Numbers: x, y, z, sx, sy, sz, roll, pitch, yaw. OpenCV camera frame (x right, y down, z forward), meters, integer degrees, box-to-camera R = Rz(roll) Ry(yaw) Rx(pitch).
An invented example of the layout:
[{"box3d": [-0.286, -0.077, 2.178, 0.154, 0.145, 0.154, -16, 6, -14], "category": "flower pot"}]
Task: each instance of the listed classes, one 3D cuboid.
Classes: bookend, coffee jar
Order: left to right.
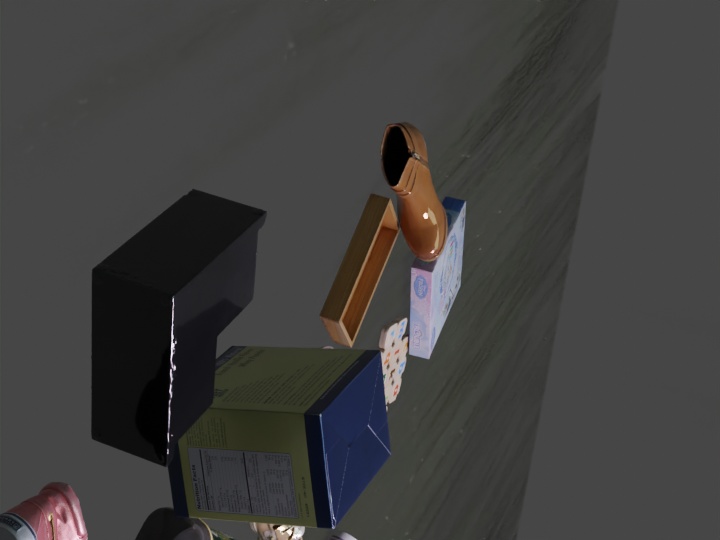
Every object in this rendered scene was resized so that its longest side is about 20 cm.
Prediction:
[{"box3d": [-0.184, 0.053, 1.389, 0.200, 0.091, 0.201, -49, 150, -54], "category": "bookend"}, {"box3d": [-0.202, 0.345, 1.602, 0.105, 0.084, 0.200, -64, 160, -13], "category": "coffee jar"}]

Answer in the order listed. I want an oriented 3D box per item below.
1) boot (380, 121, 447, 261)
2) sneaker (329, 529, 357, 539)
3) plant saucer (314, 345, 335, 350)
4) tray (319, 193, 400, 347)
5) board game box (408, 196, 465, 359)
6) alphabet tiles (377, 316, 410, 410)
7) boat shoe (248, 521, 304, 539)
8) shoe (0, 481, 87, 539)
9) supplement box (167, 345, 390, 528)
[{"box3d": [0.075, -0.116, 1.973, 0.155, 0.075, 0.204, 5, 82, -77], "category": "boot"}, {"box3d": [-0.030, 0.527, 2.323, 0.115, 0.072, 0.201, -62, 149, -20], "category": "sneaker"}, {"box3d": [-0.085, 0.199, 1.910, 0.200, 0.034, 0.203, 16, 90, -72], "category": "plant saucer"}, {"box3d": [0.000, 0.000, 1.988, 0.099, 0.037, 0.202, 67, 44, -64], "category": "tray"}, {"box3d": [0.133, 0.012, 2.364, 0.200, 0.043, 0.202, -63, 160, -46], "category": "board game box"}, {"box3d": [0.037, 0.180, 2.291, 0.195, 0.014, 0.203, -24, 128, -67], "category": "alphabet tiles"}, {"box3d": [-0.110, 0.358, 1.918, 0.201, 0.068, 0.074, 84, 29, -51], "category": "boat shoe"}, {"box3d": [-0.302, 0.301, 1.288, 0.091, 0.071, 0.203, -36, 135, -53], "category": "shoe"}, {"box3d": [-0.093, 0.184, 1.552, 0.200, 0.197, 0.137, -39, 127, -64], "category": "supplement box"}]
